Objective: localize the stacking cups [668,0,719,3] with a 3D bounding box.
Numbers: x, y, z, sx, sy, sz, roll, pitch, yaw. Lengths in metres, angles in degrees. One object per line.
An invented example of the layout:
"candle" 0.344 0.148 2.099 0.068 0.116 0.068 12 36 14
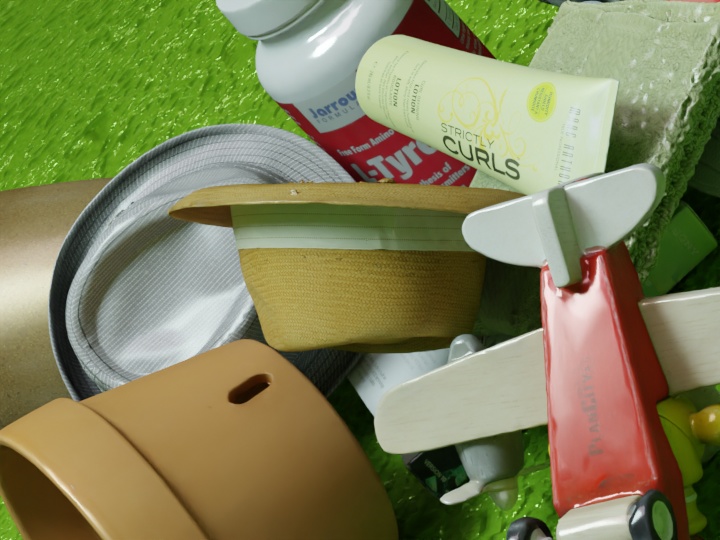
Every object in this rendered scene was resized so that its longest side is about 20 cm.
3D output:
"stacking cups" 0.251 -0.147 1.296 0.200 0.061 0.061 4 53 42

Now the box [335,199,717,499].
"box" 0.085 0.018 1.362 0.200 0.036 0.144 -44 27 4

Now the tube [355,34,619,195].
"tube" 0.068 -0.081 1.307 0.052 0.058 0.200 -41 33 -15

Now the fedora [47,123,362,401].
"fedora" -0.086 0.007 1.379 0.200 0.177 0.090 -37 -11 2

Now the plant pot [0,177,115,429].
"plant pot" -0.111 0.017 1.503 0.200 0.187 0.187 -16 36 22

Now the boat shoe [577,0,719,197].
"boat shoe" 0.178 -0.090 1.342 0.072 0.071 0.200 -59 38 12

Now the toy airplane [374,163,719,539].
"toy airplane" 0.121 0.050 1.150 0.200 0.141 0.199 37 100 34

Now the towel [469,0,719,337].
"towel" 0.117 -0.051 1.298 0.148 0.036 0.200 11 74 56

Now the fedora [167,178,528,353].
"fedora" 0.000 0.000 1.245 0.200 0.200 0.082 -1 87 54

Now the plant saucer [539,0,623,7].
"plant saucer" 0.183 -0.183 1.393 0.200 0.200 0.050 -29 68 28

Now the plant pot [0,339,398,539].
"plant pot" -0.076 0.127 1.280 0.140 0.200 0.200 -36 23 -20

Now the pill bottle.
"pill bottle" 0.012 -0.113 1.463 0.112 0.200 0.112 -33 29 21
